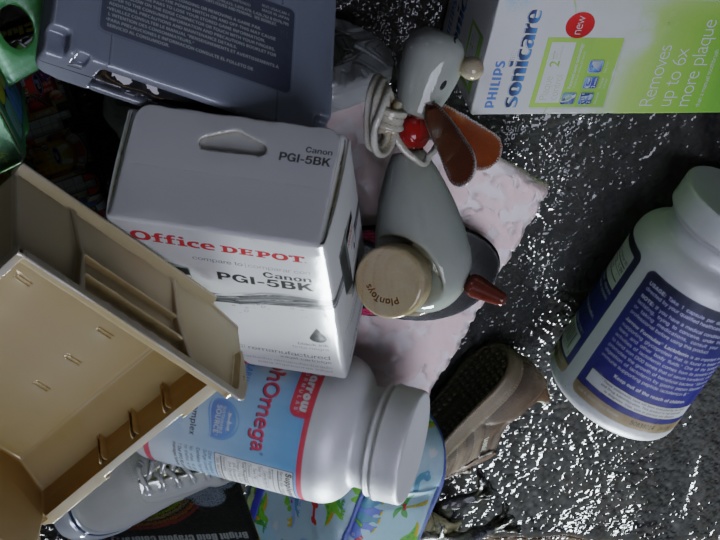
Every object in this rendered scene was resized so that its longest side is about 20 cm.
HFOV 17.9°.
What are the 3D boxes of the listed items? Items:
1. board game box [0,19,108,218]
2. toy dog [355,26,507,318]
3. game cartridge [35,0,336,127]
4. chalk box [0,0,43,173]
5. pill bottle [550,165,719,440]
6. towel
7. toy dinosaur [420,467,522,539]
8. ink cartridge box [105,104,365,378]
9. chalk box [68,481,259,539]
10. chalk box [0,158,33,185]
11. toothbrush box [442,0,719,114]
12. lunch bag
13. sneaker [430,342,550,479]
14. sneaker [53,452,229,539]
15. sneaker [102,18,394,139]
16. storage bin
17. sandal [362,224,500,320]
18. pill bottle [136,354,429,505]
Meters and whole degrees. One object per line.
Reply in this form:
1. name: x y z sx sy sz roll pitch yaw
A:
1. board game box: -0.236 -0.077 1.567 0.104 0.024 0.201 -17 133 -1
2. toy dog: 0.060 -0.051 1.518 0.096 0.132 0.201 10 118 13
3. game cartridge: -0.109 -0.160 1.467 0.199 0.134 0.042 17 144 -25
4. chalk box: -0.283 -0.117 1.428 0.199 0.124 0.125 -26 115 3
5. pill bottle: 0.241 0.024 1.764 0.115 0.116 0.200 14 124 -29
6. towel: 0.009 -0.025 1.639 0.190 0.032 0.201 27 104 -14
7. toy dinosaur: 0.079 0.211 1.890 0.088 0.048 0.200 -29 155 9
8. ink cartridge box: -0.077 -0.015 1.494 0.146 0.083 0.200 8 154 9
9. chalk box: -0.144 0.254 1.750 0.124 0.200 0.124 0 129 -20
10. chalk box: -0.255 0.016 1.529 0.199 0.124 0.125 -13 130 -1
11. toothbrush box: 0.170 -0.190 1.578 0.199 0.086 0.146 0 129 -18
12. lunch bag: -0.019 0.165 1.758 0.082 0.161 0.201 0 127 -30
13. sneaker: 0.070 0.145 1.835 0.200 0.071 0.075 -41 132 17
14. sneaker: -0.145 0.141 1.698 0.200 0.071 0.073 -28 101 -46
15. sneaker: -0.072 -0.112 1.573 0.199 0.078 0.100 -12 139 2
16. storage bin: -0.205 0.067 1.419 0.200 0.094 0.198 -39 126 22
17. sandal: 0.000 0.000 1.607 0.199 0.045 0.075 5 108 -6
18. pill bottle: -0.057 0.102 1.620 0.199 0.109 0.109 13 131 13
